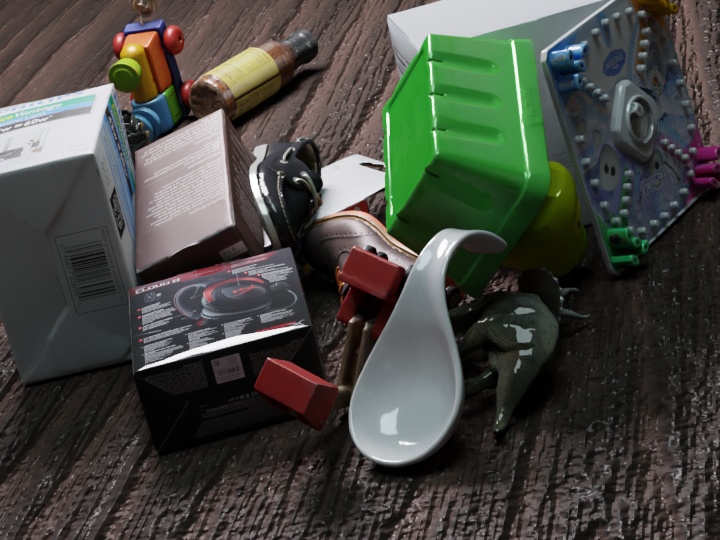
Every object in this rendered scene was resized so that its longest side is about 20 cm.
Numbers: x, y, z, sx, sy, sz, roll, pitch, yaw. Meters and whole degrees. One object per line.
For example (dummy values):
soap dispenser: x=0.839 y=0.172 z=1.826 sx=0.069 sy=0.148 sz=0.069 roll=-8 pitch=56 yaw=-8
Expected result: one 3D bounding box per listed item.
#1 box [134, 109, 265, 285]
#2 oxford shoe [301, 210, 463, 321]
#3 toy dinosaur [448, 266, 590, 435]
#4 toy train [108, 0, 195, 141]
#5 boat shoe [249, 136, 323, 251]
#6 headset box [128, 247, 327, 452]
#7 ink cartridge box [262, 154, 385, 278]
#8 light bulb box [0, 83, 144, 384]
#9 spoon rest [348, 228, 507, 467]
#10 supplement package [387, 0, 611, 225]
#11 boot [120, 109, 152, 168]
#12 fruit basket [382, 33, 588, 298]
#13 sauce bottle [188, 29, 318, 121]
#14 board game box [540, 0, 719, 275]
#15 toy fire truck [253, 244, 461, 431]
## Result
box: x=-0.146 y=-0.051 z=1.761 sx=0.099 sy=0.075 sz=0.201 roll=-25 pitch=33 yaw=11
oxford shoe: x=0.000 y=0.000 z=1.679 sx=0.072 sy=0.072 sz=0.199 roll=-32 pitch=28 yaw=-27
toy dinosaur: x=0.113 y=0.051 z=1.481 sx=0.102 sy=0.077 sz=0.200 roll=-23 pitch=16 yaw=15
toy train: x=-0.261 y=-0.250 z=2.256 sx=0.084 sy=0.202 sz=0.116 roll=-5 pitch=28 yaw=20
boat shoe: x=-0.062 y=-0.072 z=1.760 sx=0.060 sy=0.075 sz=0.200 roll=-16 pitch=17 yaw=4
headset box: x=-0.111 y=0.057 z=1.600 sx=0.147 sy=0.076 sz=0.200 roll=-15 pitch=22 yaw=-3
ink cartridge box: x=-0.047 y=-0.045 z=1.835 sx=0.199 sy=0.051 sz=0.109 roll=-26 pitch=27 yaw=-29
light bulb box: x=-0.264 y=-0.037 z=1.751 sx=0.124 sy=0.200 sz=0.200 roll=-12 pitch=23 yaw=3
spoon rest: x=0.049 y=0.052 z=1.439 sx=0.099 sy=0.061 sz=0.201 roll=2 pitch=61 yaw=39
supplement package: x=0.145 y=-0.147 z=1.765 sx=0.189 sy=0.202 sz=0.147 roll=-16 pitch=22 yaw=-6
boot: x=-0.202 y=-0.085 z=1.907 sx=0.077 sy=0.140 sz=0.199 roll=-29 pitch=28 yaw=-34
fruit basket: x=0.121 y=-0.074 z=1.589 sx=0.214 sy=0.156 sz=0.217 roll=19 pitch=40 yaw=-17
sauce bottle: x=-0.122 y=-0.233 z=2.311 sx=0.066 sy=0.067 sz=0.200 roll=4 pitch=26 yaw=37
board game box: x=0.239 y=-0.128 z=1.657 sx=0.026 sy=0.202 sz=0.200 roll=-6 pitch=22 yaw=39
toy fire truck: x=0.003 y=0.057 z=1.499 sx=0.048 sy=0.142 sz=0.200 roll=25 pitch=0 yaw=25
